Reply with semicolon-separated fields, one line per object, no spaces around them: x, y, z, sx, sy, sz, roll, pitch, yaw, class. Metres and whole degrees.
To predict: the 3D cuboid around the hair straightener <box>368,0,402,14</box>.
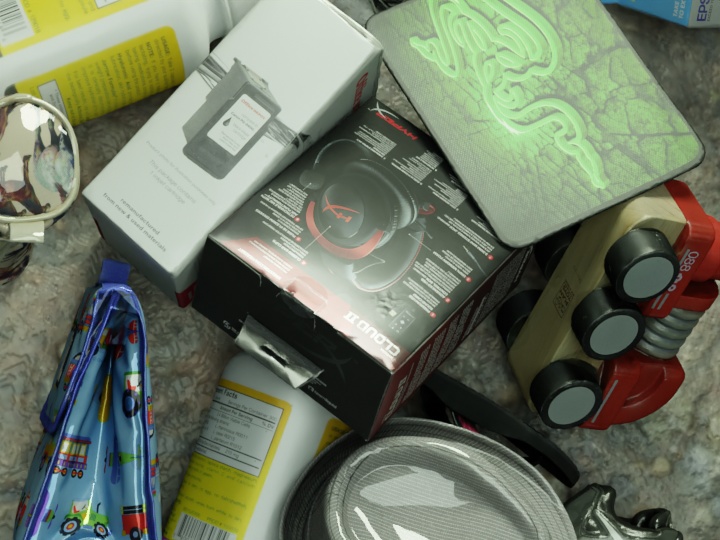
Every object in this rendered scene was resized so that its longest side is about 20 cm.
-0.005;-0.228;1.285;0.077;0.041;0.200;-45;100;-9;hair straightener

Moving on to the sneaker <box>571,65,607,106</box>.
0.098;-0.065;1.262;0.200;0.073;0.077;-40;91;10;sneaker

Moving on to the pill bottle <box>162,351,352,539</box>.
-0.058;0.124;1.222;0.103;0.104;0.202;22;84;-9;pill bottle

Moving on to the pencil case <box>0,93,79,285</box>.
-0.232;-0.041;1.155;0.077;0.200;0.090;12;73;-17;pencil case

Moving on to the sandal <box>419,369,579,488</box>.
0.071;0.105;1.241;0.199;0.075;0.045;34;84;-33;sandal

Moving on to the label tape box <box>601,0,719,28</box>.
0.258;-0.245;1.276;0.198;0.066;0.145;-4;116;-21;label tape box

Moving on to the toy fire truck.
0.213;0.016;1.270;0.198;0.129;0.177;8;126;-26;toy fire truck

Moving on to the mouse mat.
0.114;-0.120;1.202;0.160;0.008;0.201;-25;66;-17;mouse mat

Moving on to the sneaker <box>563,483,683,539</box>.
0.210;0.226;1.285;0.200;0.071;0.098;40;84;-5;sneaker

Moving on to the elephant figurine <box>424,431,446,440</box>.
0.070;0.241;1.244;0.199;0.155;0.142;33;43;-18;elephant figurine

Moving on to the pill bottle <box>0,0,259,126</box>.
-0.167;-0.164;1.210;0.198;0.111;0.112;-22;92;-10;pill bottle

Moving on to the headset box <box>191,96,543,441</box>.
0.000;0.000;1.156;0.148;0.075;0.200;35;50;14;headset box

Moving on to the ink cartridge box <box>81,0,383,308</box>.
-0.082;-0.083;1.202;0.083;0.145;0.200;41;81;4;ink cartridge box

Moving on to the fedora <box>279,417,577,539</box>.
0.050;0.167;1.128;0.199;0.090;0.178;25;65;4;fedora

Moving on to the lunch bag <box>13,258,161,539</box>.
-0.166;0.094;1.179;0.093;0.151;0.202;8;86;-10;lunch bag
